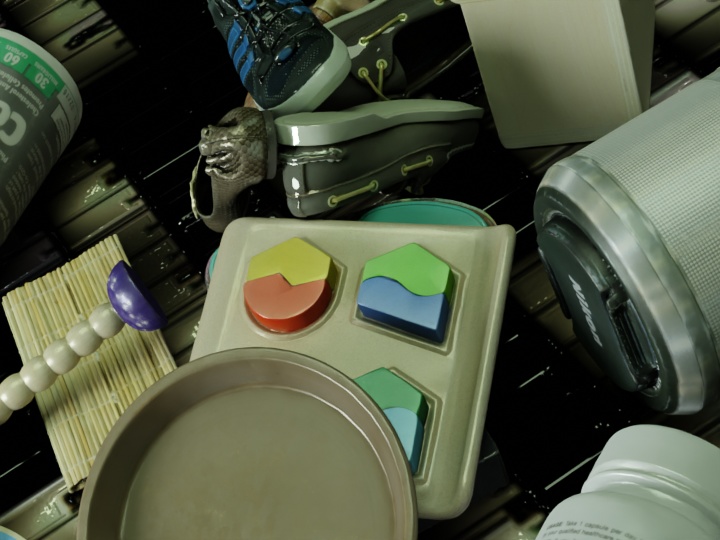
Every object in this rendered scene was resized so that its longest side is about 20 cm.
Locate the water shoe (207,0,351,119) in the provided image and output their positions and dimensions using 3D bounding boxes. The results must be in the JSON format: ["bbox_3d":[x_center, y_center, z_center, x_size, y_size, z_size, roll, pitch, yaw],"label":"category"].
[{"bbox_3d":[-0.071,-0.165,1.210,0.071,0.079,0.200,-44,32,3],"label":"water shoe"}]

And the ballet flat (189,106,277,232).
[{"bbox_3d":[-0.092,-0.066,1.164,0.046,0.200,0.068,-6,85,-14],"label":"ballet flat"}]

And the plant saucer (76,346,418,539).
[{"bbox_3d":[-0.061,0.143,0.979,0.198,0.029,0.202,-5,73,15],"label":"plant saucer"}]

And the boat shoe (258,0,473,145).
[{"bbox_3d":[0.015,-0.150,1.267,0.201,0.072,0.060,-40,42,-21],"label":"boat shoe"}]

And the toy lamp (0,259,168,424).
[{"bbox_3d":[-0.215,0.076,1.141,0.199,0.058,0.058,-36,45,1],"label":"toy lamp"}]

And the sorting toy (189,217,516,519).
[{"bbox_3d":[-0.016,0.049,1.041,0.198,0.037,0.187,0,60,22],"label":"sorting toy"}]

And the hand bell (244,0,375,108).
[{"bbox_3d":[-0.032,-0.180,1.324,0.103,0.104,0.201,19,70,34],"label":"hand bell"}]

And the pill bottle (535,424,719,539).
[{"bbox_3d":[0.124,0.183,0.880,0.112,0.114,0.201,13,54,31],"label":"pill bottle"}]

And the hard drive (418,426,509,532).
[{"bbox_3d":[-0.028,0.117,1.056,0.198,0.038,0.140,-27,44,-6],"label":"hard drive"}]

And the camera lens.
[{"bbox_3d":[0.210,-0.026,1.010,0.199,0.161,0.160,-30,45,-8],"label":"camera lens"}]

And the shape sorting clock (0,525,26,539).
[{"bbox_3d":[-0.271,0.226,1.046,0.198,0.039,0.201,-11,46,11],"label":"shape sorting clock"}]

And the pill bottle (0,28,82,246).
[{"bbox_3d":[-0.292,-0.069,1.282,0.112,0.114,0.201,6,51,26],"label":"pill bottle"}]

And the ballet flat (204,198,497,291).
[{"bbox_3d":[0.000,0.000,1.131,0.198,0.071,0.070,-9,63,18],"label":"ballet flat"}]

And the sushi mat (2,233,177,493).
[{"bbox_3d":[-0.177,0.058,1.187,0.095,0.012,0.201,-27,44,-4],"label":"sushi mat"}]

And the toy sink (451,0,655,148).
[{"bbox_3d":[0.125,-0.200,1.182,0.111,0.201,0.131,-4,47,17],"label":"toy sink"}]

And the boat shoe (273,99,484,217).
[{"bbox_3d":[0.015,-0.077,1.164,0.071,0.061,0.201,5,12,36],"label":"boat shoe"}]
